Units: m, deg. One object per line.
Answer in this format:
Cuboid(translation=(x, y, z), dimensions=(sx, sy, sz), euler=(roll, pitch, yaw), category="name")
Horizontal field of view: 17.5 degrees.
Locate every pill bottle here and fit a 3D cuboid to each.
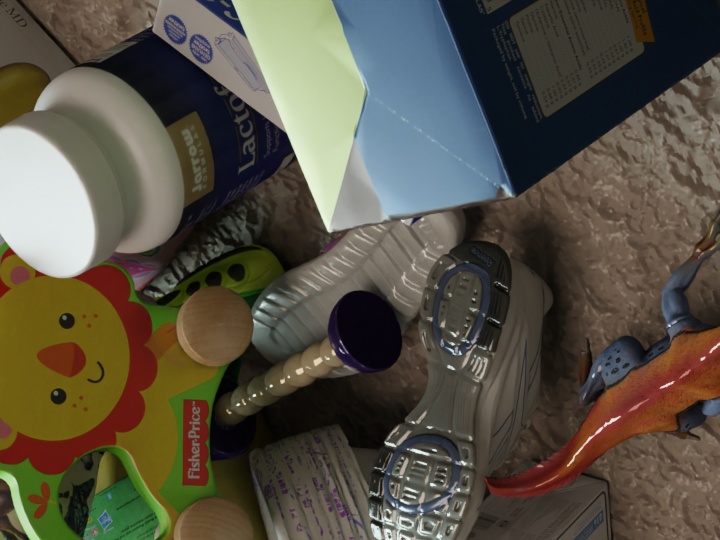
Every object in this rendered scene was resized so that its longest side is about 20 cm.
Cuboid(translation=(-0.122, -0.080, 1.381), dimensions=(0.115, 0.200, 0.116), euler=(23, 129, 31), category="pill bottle")

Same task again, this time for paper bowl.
Cuboid(translation=(0.005, 0.194, 1.467), dimensions=(0.201, 0.104, 0.202), euler=(161, 90, -84), category="paper bowl")

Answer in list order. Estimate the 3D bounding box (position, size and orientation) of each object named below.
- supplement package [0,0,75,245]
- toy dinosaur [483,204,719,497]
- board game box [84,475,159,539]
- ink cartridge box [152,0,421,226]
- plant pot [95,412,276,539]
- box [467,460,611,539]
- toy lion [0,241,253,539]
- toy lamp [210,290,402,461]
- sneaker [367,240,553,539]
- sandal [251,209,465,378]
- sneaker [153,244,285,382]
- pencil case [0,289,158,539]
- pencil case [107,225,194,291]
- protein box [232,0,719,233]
Cuboid(translation=(-0.303, -0.080, 1.549), dimensions=(0.152, 0.200, 0.151), euler=(46, 137, 11), category="supplement package")
Cuboid(translation=(0.179, 0.065, 1.238), dimensions=(0.105, 0.200, 0.181), euler=(39, 170, -4), category="toy dinosaur")
Cuboid(translation=(-0.174, 0.205, 1.476), dimensions=(0.199, 0.023, 0.105), euler=(-30, 70, 28), category="board game box")
Cuboid(translation=(-0.014, -0.115, 1.337), dimensions=(0.200, 0.094, 0.044), euler=(38, 135, 20), category="ink cartridge box")
Cuboid(translation=(-0.151, 0.183, 1.593), dimensions=(0.199, 0.199, 0.178), euler=(1, 102, 43), category="plant pot")
Cuboid(translation=(0.106, 0.234, 1.428), dimensions=(0.060, 0.116, 0.201), euler=(12, 122, 33), category="box")
Cuboid(translation=(-0.162, 0.082, 1.379), dimensions=(0.069, 0.190, 0.202), euler=(149, 122, -69), category="toy lion")
Cuboid(translation=(-0.056, 0.073, 1.451), dimensions=(0.200, 0.058, 0.058), euler=(-33, 91, 45), category="toy lamp")
Cuboid(translation=(0.067, 0.087, 1.342), dimensions=(0.074, 0.087, 0.201), euler=(21, 95, 39), category="sneaker")
Cuboid(translation=(0.005, 0.005, 1.432), dimensions=(0.082, 0.050, 0.202), euler=(42, 135, -9), category="sandal")
Cuboid(translation=(-0.123, 0.058, 1.535), dimensions=(0.199, 0.074, 0.084), euler=(-27, 106, 28), category="sneaker")
Cuboid(translation=(-0.184, 0.093, 1.442), dimensions=(0.077, 0.201, 0.089), euler=(3, 158, 35), category="pencil case")
Cuboid(translation=(-0.172, -0.020, 1.553), dimensions=(0.088, 0.087, 0.200), euler=(52, 137, 4), category="pencil case")
Cuboid(translation=(0.053, -0.156, 1.168), dimensions=(0.134, 0.200, 0.200), euler=(-9, 109, 45), category="protein box")
